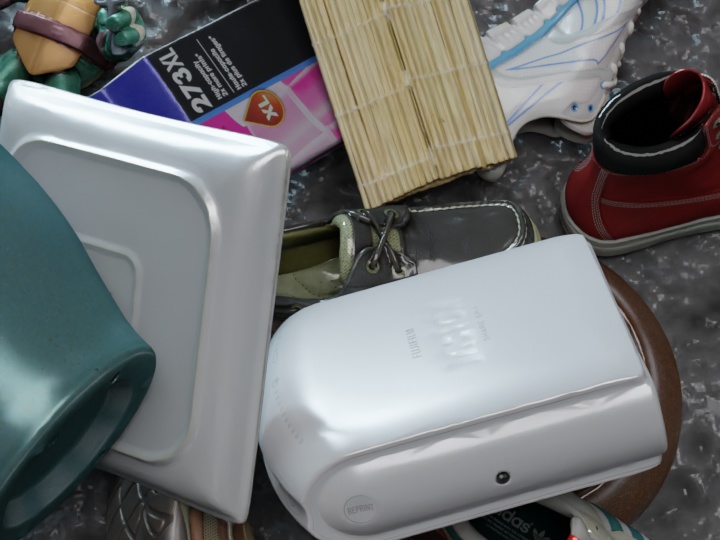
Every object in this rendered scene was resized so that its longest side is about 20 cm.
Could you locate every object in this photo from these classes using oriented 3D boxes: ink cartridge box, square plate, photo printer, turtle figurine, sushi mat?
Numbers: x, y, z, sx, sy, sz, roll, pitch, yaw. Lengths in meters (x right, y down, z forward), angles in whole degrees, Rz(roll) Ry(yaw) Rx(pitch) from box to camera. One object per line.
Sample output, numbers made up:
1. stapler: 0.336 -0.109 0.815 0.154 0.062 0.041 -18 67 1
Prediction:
1. ink cartridge box: -0.067 -0.092 1.446 0.200 0.037 0.095 -33 88 -41
2. square plate: -0.129 0.014 1.358 0.199 0.028 0.199 15 103 36
3. photo printer: 0.044 0.063 1.341 0.199 0.070 0.167 -15 30 0
4. turtle figurine: -0.175 -0.138 1.472 0.149 0.101 0.201 18 84 29
5. sushi mat: 0.016 -0.143 1.458 0.095 0.012 0.201 -18 92 -9

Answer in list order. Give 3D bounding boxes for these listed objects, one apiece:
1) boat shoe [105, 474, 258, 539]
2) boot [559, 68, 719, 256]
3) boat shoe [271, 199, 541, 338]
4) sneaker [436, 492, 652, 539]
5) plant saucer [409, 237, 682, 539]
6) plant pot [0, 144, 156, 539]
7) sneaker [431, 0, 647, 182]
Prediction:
1. boat shoe: -0.091 0.153 1.396 0.072 0.076 0.201 21 55 -32
2. boot: 0.215 -0.081 1.456 0.199 0.144 0.073 -19 69 -14
3. boat shoe: -0.001 -0.001 1.428 0.200 0.066 0.072 -15 52 7
4. sneaker: 0.120 0.162 1.368 0.199 0.093 0.071 32 93 -5
5. plant saucer: 0.085 0.067 1.452 0.199 0.035 0.201 1 71 -4
6. plant pot: -0.211 0.033 1.297 0.188 0.200 0.200 39 72 10
7. sneaker: 0.128 -0.123 1.512 0.200 0.075 0.087 -37 82 -7
